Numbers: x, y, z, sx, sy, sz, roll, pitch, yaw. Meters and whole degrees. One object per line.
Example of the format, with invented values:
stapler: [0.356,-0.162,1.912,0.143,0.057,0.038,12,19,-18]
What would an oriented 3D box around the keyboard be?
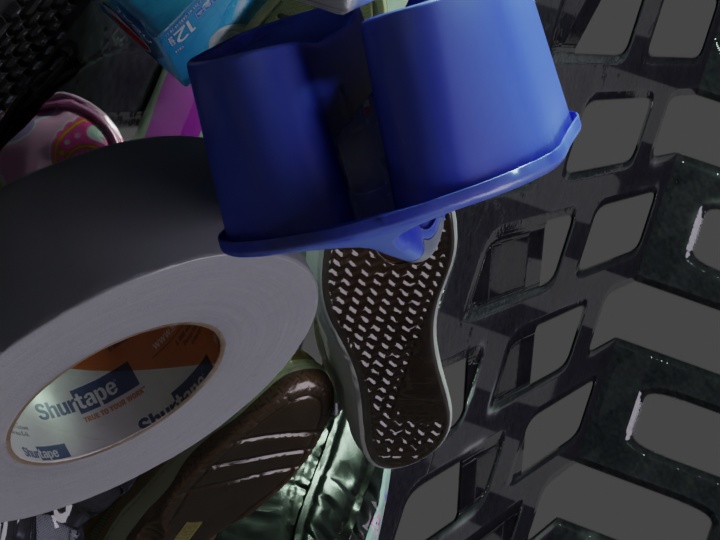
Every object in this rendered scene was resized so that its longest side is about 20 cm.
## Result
keyboard: [-0.159,-0.054,0.965,0.200,0.021,0.127,-48,171,18]

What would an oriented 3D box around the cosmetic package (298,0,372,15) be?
cosmetic package: [-0.048,-0.201,0.977,0.199,0.199,0.123,-37,144,-65]

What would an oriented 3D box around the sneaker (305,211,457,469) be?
sneaker: [0.000,0.000,1.170,0.085,0.072,0.201,-121,-158,-46]

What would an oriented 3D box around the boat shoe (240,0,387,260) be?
boat shoe: [-0.039,-0.057,1.177,0.068,0.074,0.201,-44,156,-77]

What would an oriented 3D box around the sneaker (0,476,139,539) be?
sneaker: [-0.162,0.141,1.205,0.114,0.075,0.201,-40,146,-34]

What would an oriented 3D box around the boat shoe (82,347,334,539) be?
boat shoe: [-0.090,0.094,1.230,0.071,0.076,0.200,10,133,-42]

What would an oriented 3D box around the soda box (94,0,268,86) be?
soda box: [-0.041,-0.186,1.148,0.200,0.068,0.064,-45,161,-6]

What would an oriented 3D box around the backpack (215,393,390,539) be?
backpack: [-0.063,0.161,1.526,0.201,0.166,0.127,-66,-175,-27]

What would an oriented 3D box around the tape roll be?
tape roll: [-0.120,0.029,1.054,0.200,0.066,0.200,-27,158,-12]

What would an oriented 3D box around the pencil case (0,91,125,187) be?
pencil case: [-0.130,-0.007,1.155,0.200,0.087,0.088,75,38,-67]

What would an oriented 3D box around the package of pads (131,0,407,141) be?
package of pads: [-0.028,-0.085,1.288,0.068,0.154,0.201,48,62,-73]

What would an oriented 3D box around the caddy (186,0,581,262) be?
caddy: [0.012,-0.055,0.970,0.200,0.141,0.105,-48,123,-73]
